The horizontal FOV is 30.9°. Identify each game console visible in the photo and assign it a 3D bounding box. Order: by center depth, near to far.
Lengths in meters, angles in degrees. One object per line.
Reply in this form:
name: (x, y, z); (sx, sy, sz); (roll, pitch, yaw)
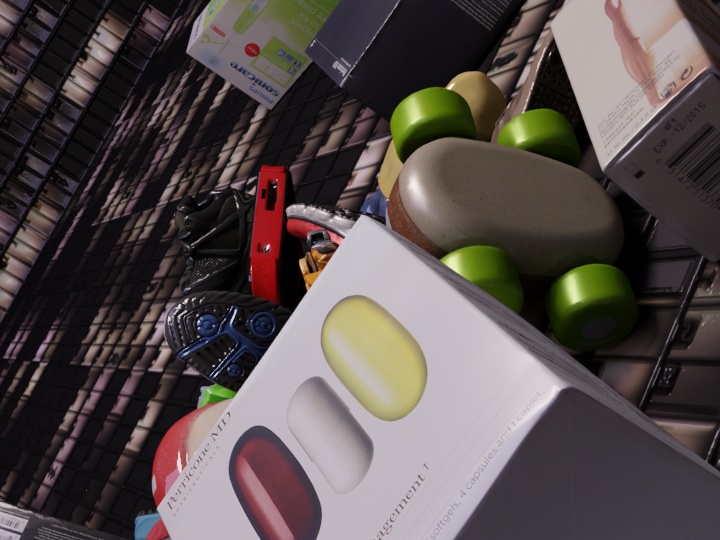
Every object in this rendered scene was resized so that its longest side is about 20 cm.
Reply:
game console: (-0.070, 0.021, 1.154); (0.201, 0.031, 0.178); (-89, -5, -55)

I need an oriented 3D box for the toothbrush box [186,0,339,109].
toothbrush box: (-0.118, -0.341, 1.754); (0.200, 0.145, 0.086); (-43, 26, 32)

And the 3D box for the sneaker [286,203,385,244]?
sneaker: (0.000, 0.000, 1.047); (0.199, 0.077, 0.086); (27, 105, 46)

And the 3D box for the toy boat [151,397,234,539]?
toy boat: (-0.072, 0.172, 0.820); (0.130, 0.200, 0.131); (-27, 46, 10)

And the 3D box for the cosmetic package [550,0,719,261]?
cosmetic package: (0.193, -0.112, 0.803); (0.087, 0.103, 0.201); (-45, 26, 24)

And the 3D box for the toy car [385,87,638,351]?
toy car: (0.068, 0.013, 0.867); (0.201, 0.156, 0.165); (120, 149, -43)

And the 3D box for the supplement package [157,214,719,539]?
supplement package: (0.036, 0.114, 0.607); (0.192, 0.147, 0.200); (-55, 31, 4)

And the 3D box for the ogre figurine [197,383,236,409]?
ogre figurine: (-0.072, 0.143, 0.994); (0.098, 0.119, 0.201); (117, 166, -45)

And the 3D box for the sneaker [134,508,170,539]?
sneaker: (-0.123, 0.243, 1.082); (0.199, 0.079, 0.096); (-24, 62, 54)

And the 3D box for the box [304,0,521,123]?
box: (0.050, -0.249, 1.308); (0.183, 0.104, 0.200); (-53, 21, 9)

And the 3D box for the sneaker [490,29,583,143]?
sneaker: (0.136, -0.126, 0.990); (0.201, 0.070, 0.075); (-59, 20, -4)

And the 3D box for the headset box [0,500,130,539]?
headset box: (-0.190, 0.260, 0.945); (0.201, 0.173, 0.093); (79, -152, -59)

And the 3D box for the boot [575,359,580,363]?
boot: (0.067, 0.159, 0.754); (0.162, 0.073, 0.199); (-43, 26, 42)

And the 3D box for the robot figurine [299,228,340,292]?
robot figurine: (0.007, 0.068, 0.851); (0.058, 0.202, 0.145); (-15, 26, -3)

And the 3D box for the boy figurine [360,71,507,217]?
boy figurine: (0.051, -0.085, 1.132); (0.201, 0.064, 0.124); (-53, 25, 9)

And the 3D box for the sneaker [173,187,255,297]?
sneaker: (-0.187, -0.009, 1.492); (0.200, 0.114, 0.076); (-59, 19, 3)

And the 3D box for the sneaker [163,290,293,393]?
sneaker: (-0.055, 0.072, 0.983); (0.077, 0.198, 0.076); (146, 141, -68)
